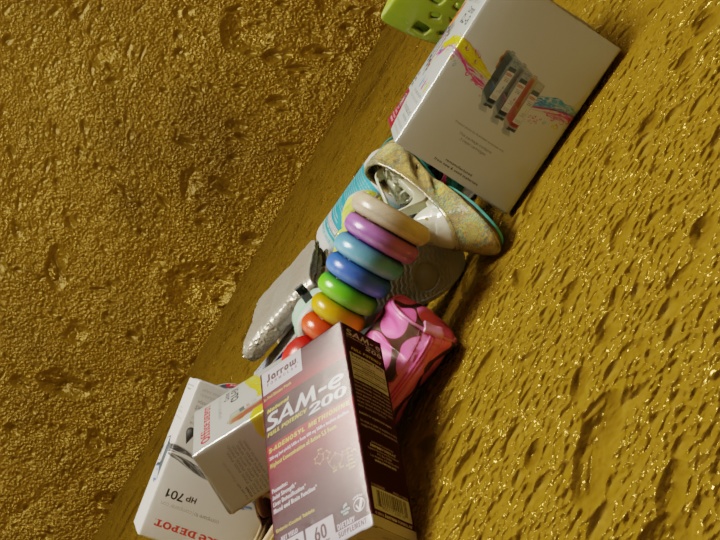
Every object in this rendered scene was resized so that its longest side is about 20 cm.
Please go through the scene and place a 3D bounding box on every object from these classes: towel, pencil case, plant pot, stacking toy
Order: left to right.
[{"bbox_3d":[-0.091,0.035,1.199,0.133,0.034,0.200,-48,11,14],"label":"towel"},{"bbox_3d":[-0.014,0.028,0.923,0.201,0.085,0.085,-61,11,3],"label":"stacking toy"},{"bbox_3d":[0.012,0.122,0.909,0.201,0.091,0.094,-57,5,3],"label":"pencil case"},{"bbox_3d":[0.172,-0.434,1.366,0.199,0.181,0.201,-44,20,55],"label":"plant pot"}]

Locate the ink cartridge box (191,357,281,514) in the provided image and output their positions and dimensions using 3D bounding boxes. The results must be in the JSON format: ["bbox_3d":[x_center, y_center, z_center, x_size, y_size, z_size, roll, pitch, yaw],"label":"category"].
[{"bbox_3d":[-0.082,0.157,1.036,0.199,0.084,0.145,-33,13,-2],"label":"ink cartridge box"}]

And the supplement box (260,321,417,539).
[{"bbox_3d":[-0.024,0.157,0.815,0.109,0.061,0.201,-35,43,25],"label":"supplement box"}]

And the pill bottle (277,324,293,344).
[{"bbox_3d":[-0.062,0.084,1.277,0.105,0.104,0.200,-60,12,0],"label":"pill bottle"}]

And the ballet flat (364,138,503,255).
[{"bbox_3d":[0.068,-0.066,0.980,0.071,0.071,0.200,-56,48,18],"label":"ballet flat"}]

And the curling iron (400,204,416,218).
[{"bbox_3d":[0.051,-0.050,1.070,0.050,0.025,0.201,12,106,62],"label":"curling iron"}]

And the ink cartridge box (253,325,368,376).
[{"bbox_3d":[-0.037,0.090,1.137,0.200,0.094,0.044,-49,15,20],"label":"ink cartridge box"}]

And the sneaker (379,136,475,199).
[{"bbox_3d":[0.066,-0.104,1.149,0.200,0.120,0.084,-51,14,39],"label":"sneaker"}]

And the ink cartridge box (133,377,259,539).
[{"bbox_3d":[-0.182,0.255,1.198,0.201,0.146,0.086,-70,15,-11],"label":"ink cartridge box"}]

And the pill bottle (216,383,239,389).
[{"bbox_3d":[-0.201,0.238,1.447,0.120,0.119,0.200,-60,12,-1],"label":"pill bottle"}]

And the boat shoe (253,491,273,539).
[{"bbox_3d":[-0.082,0.257,1.016,0.074,0.069,0.200,-51,15,37],"label":"boat shoe"}]

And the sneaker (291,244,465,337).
[{"bbox_3d":[0.011,0.016,1.029,0.200,0.074,0.118,-27,10,-10],"label":"sneaker"}]

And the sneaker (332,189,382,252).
[{"bbox_3d":[0.000,0.000,1.212,0.105,0.075,0.201,-98,7,-48],"label":"sneaker"}]

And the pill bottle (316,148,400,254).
[{"bbox_3d":[0.031,-0.090,1.290,0.200,0.110,0.111,-53,13,31],"label":"pill bottle"}]

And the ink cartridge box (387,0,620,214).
[{"bbox_3d":[0.143,-0.193,0.984,0.200,0.144,0.145,-56,10,15],"label":"ink cartridge box"}]
